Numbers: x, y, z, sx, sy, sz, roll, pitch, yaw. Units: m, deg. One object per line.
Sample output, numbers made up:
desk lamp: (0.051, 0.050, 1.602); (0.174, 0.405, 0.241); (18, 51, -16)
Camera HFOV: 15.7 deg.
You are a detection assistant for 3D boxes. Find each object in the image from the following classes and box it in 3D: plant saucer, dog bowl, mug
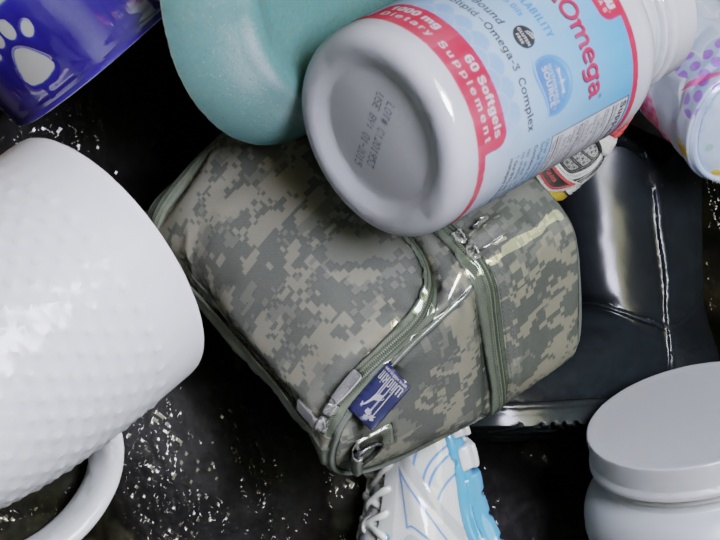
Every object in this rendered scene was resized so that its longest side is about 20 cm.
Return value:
plant saucer: (-0.023, -0.159, 1.283); (0.200, 0.036, 0.201); (-23, 119, -51)
dog bowl: (-0.129, -0.168, 1.339); (0.079, 0.200, 0.200); (48, 61, -11)
mug: (-0.182, 0.063, 1.300); (0.175, 0.147, 0.201); (-39, 129, -28)

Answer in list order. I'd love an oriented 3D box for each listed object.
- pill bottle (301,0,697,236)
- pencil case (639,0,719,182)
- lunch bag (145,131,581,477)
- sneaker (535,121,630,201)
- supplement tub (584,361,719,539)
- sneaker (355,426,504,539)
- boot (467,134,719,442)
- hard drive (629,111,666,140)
pill bottle: (0.075, -0.101, 1.292); (0.200, 0.109, 0.109); (-30, 93, -37)
pencil case: (0.174, -0.134, 1.505); (0.083, 0.200, 0.091); (-46, 136, 9)
lunch bag: (0.000, 0.000, 1.373); (0.167, 0.140, 0.200); (-33, 56, -17)
sneaker: (0.052, -0.109, 1.472); (0.199, 0.082, 0.078); (33, 16, 15)
supplement tub: (0.203, 0.166, 1.436); (0.145, 0.145, 0.201); (-28, 115, -30)
sneaker: (0.025, 0.135, 1.426); (0.086, 0.075, 0.201); (-21, 86, -21)
boot: (0.123, 0.010, 1.502); (0.199, 0.076, 0.169); (-4, 81, -32)
hard drive: (0.239, -0.145, 1.583); (0.200, 0.132, 0.025); (-43, 143, -30)
